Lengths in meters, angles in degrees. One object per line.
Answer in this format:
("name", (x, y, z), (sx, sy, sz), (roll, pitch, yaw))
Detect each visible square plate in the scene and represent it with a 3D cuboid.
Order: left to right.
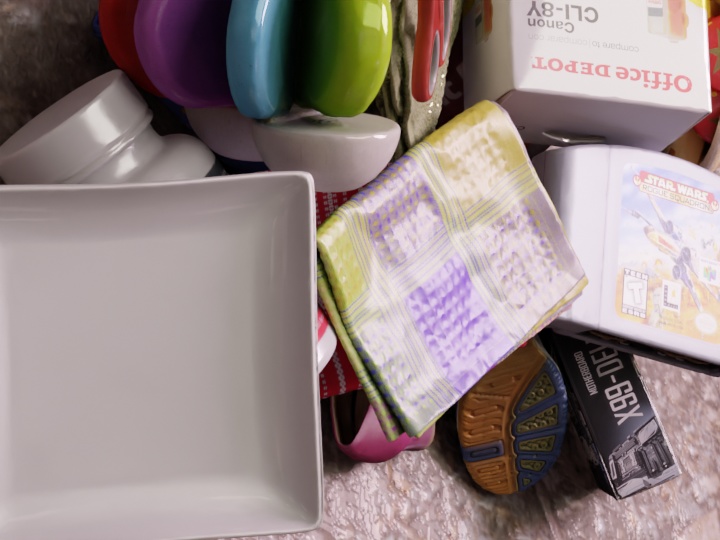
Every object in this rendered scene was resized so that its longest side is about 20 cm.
("square plate", (-0.120, 0.049, 1.326), (0.200, 0.028, 0.198), (-3, 96, -18))

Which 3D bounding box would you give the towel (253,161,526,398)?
("towel", (0.000, 0.000, 1.523), (0.200, 0.022, 0.145), (-13, 93, -21))

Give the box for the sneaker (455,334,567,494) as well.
("sneaker", (0.089, 0.049, 1.643), (0.088, 0.075, 0.200), (-114, -164, -66))

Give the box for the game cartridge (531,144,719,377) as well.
("game cartridge", (0.194, -0.009, 1.621), (0.200, 0.042, 0.133), (15, 76, -33))

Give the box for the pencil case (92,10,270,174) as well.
("pencil case", (-0.078, -0.117, 1.539), (0.200, 0.078, 0.087), (46, 33, -26))

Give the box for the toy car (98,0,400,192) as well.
("toy car", (-0.065, -0.141, 1.384), (0.150, 0.200, 0.175), (-2, 105, -30))

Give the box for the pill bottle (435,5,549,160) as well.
("pill bottle", (0.051, -0.164, 1.696), (0.200, 0.114, 0.114), (44, 42, -28))

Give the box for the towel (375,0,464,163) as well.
("towel", (0.037, -0.172, 1.518), (0.148, 0.036, 0.200), (84, 14, -45))

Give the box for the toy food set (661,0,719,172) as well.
("toy food set", (0.228, -0.157, 1.713), (0.049, 0.200, 0.198), (3, 65, -7))

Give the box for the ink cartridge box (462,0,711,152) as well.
("ink cartridge box", (0.147, -0.187, 1.621), (0.145, 0.083, 0.200), (5, 72, -18))

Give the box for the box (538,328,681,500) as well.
("box", (0.154, 0.053, 1.696), (0.158, 0.050, 0.200), (70, -1, -88))

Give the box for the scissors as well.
("scissors", (0.038, -0.177, 1.378), (0.200, 0.014, 0.073), (86, 17, -49))

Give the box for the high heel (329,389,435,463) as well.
("high heel", (0.004, 0.021, 1.570), (0.096, 0.067, 0.200), (4, 71, -62))

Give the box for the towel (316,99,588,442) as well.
("towel", (0.054, -0.004, 1.470), (0.200, 0.023, 0.144), (-36, 107, -42))

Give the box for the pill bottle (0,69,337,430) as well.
("pill bottle", (-0.114, -0.008, 1.400), (0.200, 0.120, 0.120), (56, 37, -15))
